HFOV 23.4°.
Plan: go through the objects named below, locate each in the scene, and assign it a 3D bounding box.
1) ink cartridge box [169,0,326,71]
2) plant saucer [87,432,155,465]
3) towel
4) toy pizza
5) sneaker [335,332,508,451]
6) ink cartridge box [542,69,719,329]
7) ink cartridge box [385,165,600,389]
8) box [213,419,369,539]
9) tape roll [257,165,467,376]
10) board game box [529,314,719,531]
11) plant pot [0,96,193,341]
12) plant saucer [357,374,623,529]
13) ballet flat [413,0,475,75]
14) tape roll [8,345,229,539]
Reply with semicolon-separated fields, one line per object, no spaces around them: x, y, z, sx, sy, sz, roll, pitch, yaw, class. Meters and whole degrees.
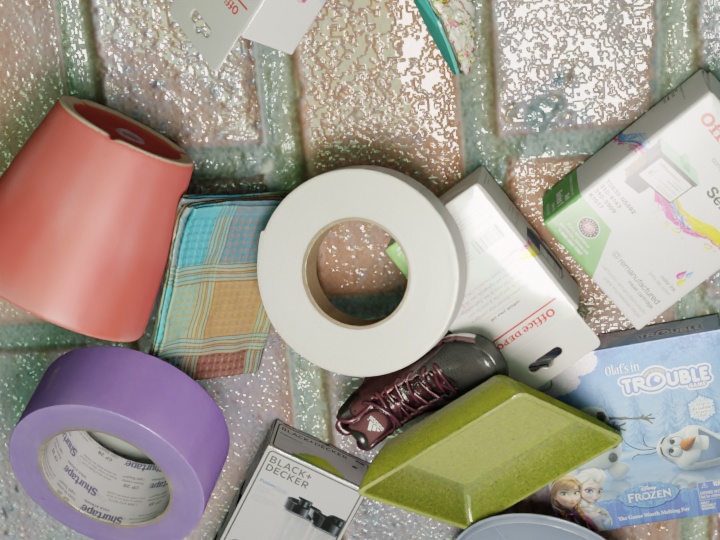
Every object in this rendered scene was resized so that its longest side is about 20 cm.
-0.080;-0.280;1.573;0.068;0.115;0.200;14;119;-44;ink cartridge box
-0.243;0.190;1.809;0.200;0.050;0.201;2;111;5;plant saucer
-0.133;0.018;1.699;0.022;0.146;0.200;35;119;42;towel
0.190;0.314;1.796;0.200;0.032;0.200;10;132;11;toy pizza
0.049;0.130;1.676;0.200;0.115;0.076;-24;103;50;sneaker
0.292;-0.067;1.634;0.200;0.084;0.145;-39;102;17;ink cartridge box
0.133;0.015;1.687;0.117;0.067;0.200;-36;99;18;ink cartridge box
-0.083;0.270;1.815;0.116;0.060;0.200;27;111;-4;box
0.000;0.000;1.650;0.202;0.037;0.203;3;100;15;tape roll
0.277;0.158;1.742;0.200;0.043;0.199;-11;108;11;board game box
-0.258;-0.056;1.653;0.200;0.200;0.178;27;100;-4;plant pot
0.121;0.169;1.678;0.200;0.048;0.200;-34;146;23;plant saucer
0.065;-0.274;1.591;0.064;0.076;0.200;-33;108;0;ballet flat
-0.234;0.173;1.693;0.200;0.085;0.200;10;132;11;tape roll
